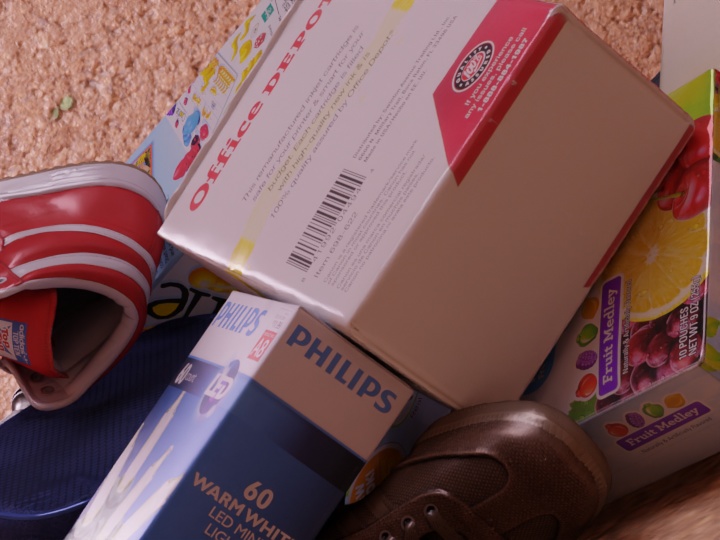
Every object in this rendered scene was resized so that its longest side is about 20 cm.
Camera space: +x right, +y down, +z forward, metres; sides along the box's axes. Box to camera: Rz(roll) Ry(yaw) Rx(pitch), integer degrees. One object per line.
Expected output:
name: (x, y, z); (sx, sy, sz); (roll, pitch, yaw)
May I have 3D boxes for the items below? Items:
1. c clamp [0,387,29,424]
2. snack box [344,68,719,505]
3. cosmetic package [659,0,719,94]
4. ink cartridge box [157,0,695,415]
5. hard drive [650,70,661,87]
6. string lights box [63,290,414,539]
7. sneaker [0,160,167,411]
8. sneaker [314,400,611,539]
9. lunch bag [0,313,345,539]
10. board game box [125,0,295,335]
c clamp: (-0.183, 0.085, 1.374); (0.171, 0.027, 0.200); (-27, 6, 31)
snack box: (0.080, 0.026, 1.032); (0.200, 0.053, 0.142); (-31, 38, 40)
cosmetic package: (0.184, -0.057, 1.105); (0.105, 0.071, 0.200); (-31, 34, 32)
ink cartridge box: (0.020, -0.037, 1.046); (0.145, 0.083, 0.200); (-57, 28, -4)
hard drive: (0.179, -0.043, 1.217); (0.140, 0.033, 0.200); (-45, 29, -13)
string lights box: (-0.070, 0.108, 0.989); (0.200, 0.059, 0.103); (-56, 15, -8)
sneaker: (-0.184, 0.017, 1.163); (0.200, 0.071, 0.113); (-16, 34, 8)
sneaker: (0.014, 0.116, 0.981); (0.200, 0.070, 0.076); (-33, 17, 45)
lunch bag: (-0.088, 0.120, 1.135); (0.200, 0.132, 0.136); (-34, 23, -33)
board game box: (-0.039, -0.032, 1.239); (0.200, 0.103, 0.105); (-47, 33, 25)
